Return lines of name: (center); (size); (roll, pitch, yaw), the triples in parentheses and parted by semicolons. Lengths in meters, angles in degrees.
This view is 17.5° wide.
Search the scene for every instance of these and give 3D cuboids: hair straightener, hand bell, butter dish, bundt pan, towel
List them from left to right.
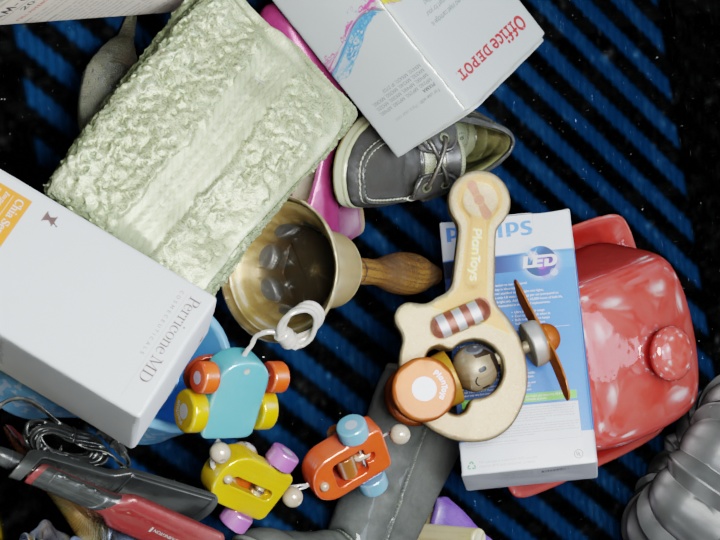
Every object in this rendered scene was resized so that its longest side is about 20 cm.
hair straightener: (-0.183, 0.135, 1.585); (0.200, 0.041, 0.077); (22, 37, -27)
towel: (-0.108, -0.087, 1.599); (0.148, 0.036, 0.200); (41, 72, -8)
hand bell: (0.000, 0.000, 1.713); (0.200, 0.104, 0.104); (1, 88, -54)
butter dish: (0.204, 0.066, 1.878); (0.200, 0.148, 0.200); (-19, 100, -37)
bundt pan: (0.283, 0.164, 1.926); (0.076, 0.202, 0.202); (34, 64, 3)

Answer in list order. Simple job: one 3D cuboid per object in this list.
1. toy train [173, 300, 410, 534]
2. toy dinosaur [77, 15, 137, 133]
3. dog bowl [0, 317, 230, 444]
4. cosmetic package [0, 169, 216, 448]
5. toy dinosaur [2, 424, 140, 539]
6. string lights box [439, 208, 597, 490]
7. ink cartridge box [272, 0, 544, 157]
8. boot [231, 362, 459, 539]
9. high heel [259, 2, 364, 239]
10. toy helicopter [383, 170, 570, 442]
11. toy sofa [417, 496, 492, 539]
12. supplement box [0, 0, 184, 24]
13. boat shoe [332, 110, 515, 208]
toy train: (-0.056, 0.102, 1.652); (0.150, 0.056, 0.200); (-34, 133, -10)
toy dinosaur: (-0.163, -0.103, 1.635); (0.102, 0.077, 0.200); (9, 86, -45)
dog bowl: (-0.175, 0.058, 1.637); (0.200, 0.050, 0.112); (17, 78, -37)
cosmetic package: (-0.206, 0.018, 1.535); (0.200, 0.071, 0.101); (30, 67, 3)
toy dinosaur: (-0.141, 0.195, 1.628); (0.181, 0.105, 0.200); (-6, 90, -43)
string lights box: (0.120, 0.060, 1.779); (0.059, 0.103, 0.200); (70, 15, -72)
ink cartridge box: (0.023, -0.204, 1.725); (0.200, 0.083, 0.146); (52, 39, -6)
boot: (-0.002, 0.162, 1.759); (0.182, 0.073, 0.200); (39, 71, -45)
high heel: (-0.057, -0.092, 1.726); (0.096, 0.067, 0.200); (-37, 125, -44)
toy helicopter: (0.091, 0.027, 1.717); (0.132, 0.079, 0.200); (5, 83, -3)
toy sofa: (0.120, 0.266, 1.846); (0.200, 0.083, 0.098); (44, 64, -29)
supplement box: (-0.180, -0.243, 1.611); (0.200, 0.074, 0.126); (-10, 83, -39)
boat shoe: (0.051, -0.090, 1.777); (0.201, 0.066, 0.072); (-23, 118, -56)
